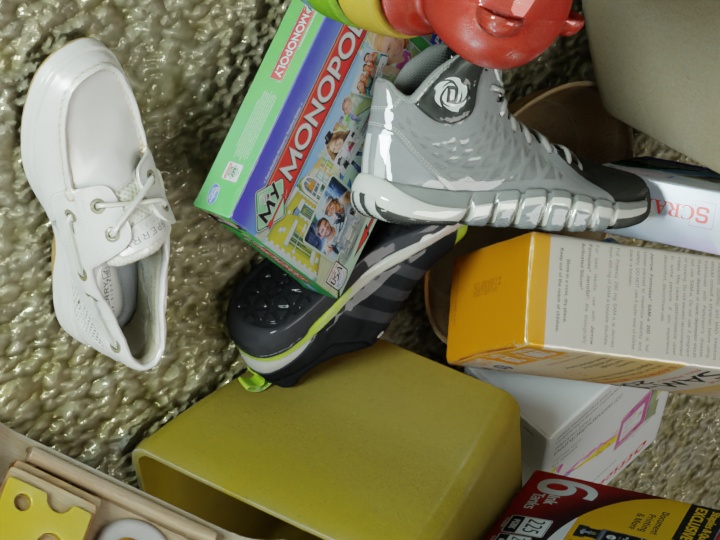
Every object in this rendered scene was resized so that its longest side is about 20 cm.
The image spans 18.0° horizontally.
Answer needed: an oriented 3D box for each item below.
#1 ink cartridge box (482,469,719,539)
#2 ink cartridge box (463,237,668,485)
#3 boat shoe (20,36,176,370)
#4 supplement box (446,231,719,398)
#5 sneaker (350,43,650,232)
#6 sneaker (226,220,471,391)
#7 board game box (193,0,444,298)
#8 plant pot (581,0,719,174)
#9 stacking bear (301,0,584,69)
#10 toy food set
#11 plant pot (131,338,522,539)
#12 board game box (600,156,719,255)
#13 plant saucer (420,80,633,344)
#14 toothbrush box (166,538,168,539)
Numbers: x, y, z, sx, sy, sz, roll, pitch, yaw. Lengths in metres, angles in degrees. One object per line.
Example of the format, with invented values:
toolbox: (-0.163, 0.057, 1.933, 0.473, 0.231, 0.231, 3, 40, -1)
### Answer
ink cartridge box: (0.156, 0.208, 1.358, 0.200, 0.175, 0.084, -41, 138, -63)
ink cartridge box: (0.143, 0.092, 1.583, 0.144, 0.085, 0.200, -39, 159, -21)
boat shoe: (-0.128, -0.031, 1.203, 0.071, 0.069, 0.200, -32, 139, -27)
supplement box: (0.169, 0.031, 1.420, 0.200, 0.126, 0.074, 7, 80, -19)
sneaker: (0.091, -0.083, 1.318, 0.200, 0.075, 0.116, 0, 97, -32)
sneaker: (0.000, 0.000, 1.393, 0.200, 0.072, 0.083, -35, 143, -13)
board game box: (-0.010, -0.098, 1.292, 0.135, 0.029, 0.200, 38, 75, -57)
plant pot: (0.255, -0.168, 1.432, 0.200, 0.200, 0.177, -21, 131, -40)
stacking bear: (0.025, -0.170, 1.157, 0.121, 0.200, 0.114, 2, 117, -51)
toy food set: (-0.145, 0.175, 1.242, 0.200, 0.060, 0.144, 28, 64, -18)
plant pot: (0.000, 0.154, 1.421, 0.176, 0.200, 0.200, -49, 148, -35)
board game box: (0.257, -0.034, 1.463, 0.199, 0.200, 0.041, -17, 118, -73)
plant saucer: (0.102, -0.041, 1.504, 0.200, 0.035, 0.201, -32, 139, -32)
toothbrush box: (-0.183, 0.246, 1.353, 0.145, 0.086, 0.200, -30, 140, -32)
